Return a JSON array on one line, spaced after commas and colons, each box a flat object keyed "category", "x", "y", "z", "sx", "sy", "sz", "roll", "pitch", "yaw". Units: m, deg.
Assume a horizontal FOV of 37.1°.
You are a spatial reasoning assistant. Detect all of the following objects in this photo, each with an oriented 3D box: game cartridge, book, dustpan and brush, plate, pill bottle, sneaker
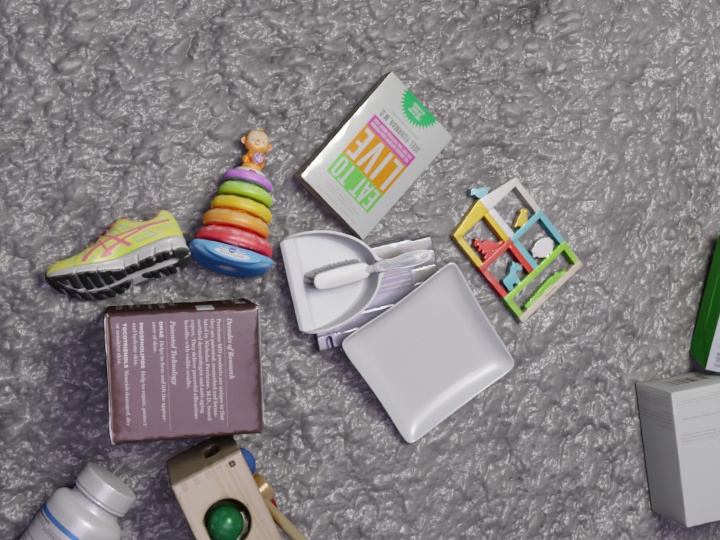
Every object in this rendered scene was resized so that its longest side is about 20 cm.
[{"category": "game cartridge", "x": 0.019, "y": 0.029, "z": 1.542, "sx": 0.197, "sy": 0.038, "sz": 0.132, "roll": -13, "pitch": 91, "yaw": -12}, {"category": "book", "x": 0.020, "y": -0.163, "z": 1.532, "sx": 0.133, "sy": 0.048, "sz": 0.201, "roll": 43, "pitch": 81, "yaw": -15}, {"category": "dustpan and brush", "x": 0.000, "y": 0.000, "z": 1.489, "sx": 0.197, "sy": 0.057, "sz": 0.142, "roll": -14, "pitch": 95, "yaw": -12}, {"category": "plate", "x": 0.097, "y": 0.117, "z": 1.540, "sx": 0.198, "sy": 0.032, "sz": 0.201, "roll": -36, "pitch": 112, "yaw": -4}, {"category": "pill bottle", "x": -0.388, "y": 0.361, "z": 1.422, "sx": 0.112, "sy": 0.112, "sz": 0.201, "roll": 38, "pitch": 84, "yaw": -11}, {"category": "sneaker", "x": -0.329, "y": -0.024, "z": 1.449, "sx": 0.197, "sy": 0.078, "sz": 0.091, "roll": -15, "pitch": 62, "yaw": -2}]

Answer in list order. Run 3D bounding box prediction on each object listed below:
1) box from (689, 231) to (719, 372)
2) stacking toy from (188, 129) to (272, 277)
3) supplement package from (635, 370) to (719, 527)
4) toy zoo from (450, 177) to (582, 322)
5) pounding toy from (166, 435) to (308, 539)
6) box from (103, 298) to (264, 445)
[{"category": "box", "x": 0.611, "y": 0.057, "z": 1.604, "sx": 0.173, "sy": 0.097, "sz": 0.203, "roll": 9, "pitch": 103, "yaw": -1}, {"category": "stacking toy", "x": -0.159, "y": -0.099, "z": 1.472, "sx": 0.114, "sy": 0.110, "sz": 0.203, "roll": 15, "pitch": 78, "yaw": -10}, {"category": "supplement package", "x": 0.501, "y": 0.265, "z": 1.613, "sx": 0.115, "sy": 0.117, "sz": 0.204, "roll": -8, "pitch": 93, "yaw": -13}, {"category": "toy zoo", "x": 0.223, "y": -0.042, "z": 1.589, "sx": 0.131, "sy": 0.020, "sz": 0.201, "roll": -42, "pitch": 99, "yaw": -8}, {"category": "pounding toy", "x": -0.153, "y": 0.323, "z": 1.427, "sx": 0.141, "sy": 0.200, "sz": 0.186, "roll": -26, "pitch": 97, "yaw": -10}, {"category": "box", "x": -0.235, "y": 0.128, "z": 1.419, "sx": 0.196, "sy": 0.166, "sz": 0.167, "roll": -3, "pitch": 92, "yaw": -13}]
